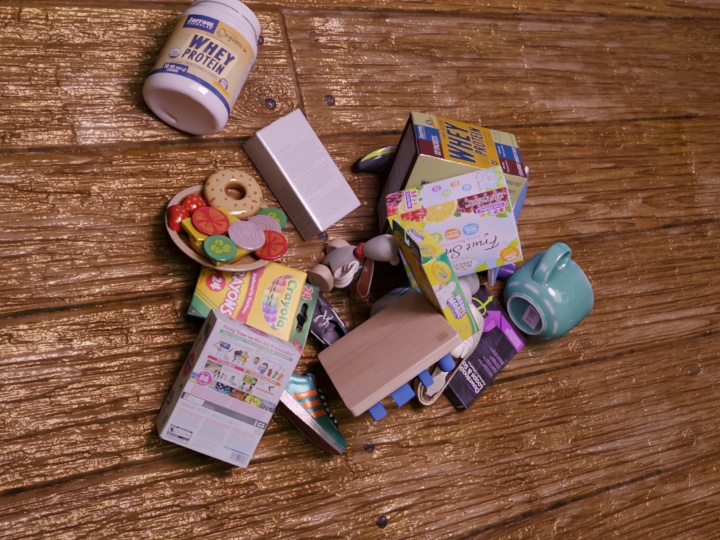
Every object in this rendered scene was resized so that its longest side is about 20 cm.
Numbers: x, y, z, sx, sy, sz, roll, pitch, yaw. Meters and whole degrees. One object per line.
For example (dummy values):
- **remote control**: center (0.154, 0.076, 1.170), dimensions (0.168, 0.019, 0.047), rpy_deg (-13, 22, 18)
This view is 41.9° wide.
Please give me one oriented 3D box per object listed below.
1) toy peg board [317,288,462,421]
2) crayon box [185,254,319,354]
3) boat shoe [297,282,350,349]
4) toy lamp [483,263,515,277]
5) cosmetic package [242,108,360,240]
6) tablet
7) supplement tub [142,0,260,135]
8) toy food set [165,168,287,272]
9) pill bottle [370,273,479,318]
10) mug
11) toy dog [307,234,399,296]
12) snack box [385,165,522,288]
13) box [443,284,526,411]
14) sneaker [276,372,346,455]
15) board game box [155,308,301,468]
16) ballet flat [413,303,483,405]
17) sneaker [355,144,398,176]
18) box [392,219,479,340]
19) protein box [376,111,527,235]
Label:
- **toy peg board**: center (0.060, 0.153, 1.498), dimensions (0.200, 0.199, 0.098), rpy_deg (-35, 116, -3)
- **crayon box**: center (-0.169, 0.046, 1.525), dimensions (0.199, 0.051, 0.127), rpy_deg (17, 69, -10)
- **boat shoe**: center (-0.054, 0.089, 1.598), dimensions (0.073, 0.063, 0.200), rpy_deg (-43, 99, -29)
- **toy lamp**: center (0.204, -0.030, 1.778), dimensions (0.200, 0.058, 0.058), rpy_deg (16, 70, -24)
- **cosmetic package**: center (-0.102, -0.165, 1.630), dimensions (0.101, 0.071, 0.200), rpy_deg (-36, 96, -31)
- **tablet**: center (0.270, -0.080, 1.725), dimensions (0.014, 0.130, 0.200), rpy_deg (18, 72, 13)
- **supplement tub**: center (-0.255, -0.340, 1.546), dimensions (0.144, 0.144, 0.200), rpy_deg (29, 65, -20)
- **toy food set**: center (-0.213, -0.075, 1.515), dimensions (0.200, 0.049, 0.198), rpy_deg (-25, 63, -41)
- **pill bottle**: center (0.122, 0.058, 1.677), dimensions (0.200, 0.111, 0.111), rpy_deg (-32, 94, -31)
- **mug**: center (0.340, 0.042, 1.774), dimensions (0.114, 0.152, 0.185), rpy_deg (-35, 112, -29)
- **toy dog**: center (0.000, 0.000, 1.584), dimensions (0.132, 0.200, 0.096), rpy_deg (-47, 111, -13)
- **snack box**: center (0.159, -0.070, 1.580), dimensions (0.068, 0.199, 0.169), rpy_deg (-94, 168, -48)
- **box**: center (0.206, 0.142, 1.748), dimensions (0.200, 0.036, 0.143), rpy_deg (-43, 100, -29)
- **sneaker**: center (-0.085, 0.215, 1.544), dimensions (0.200, 0.071, 0.080), rpy_deg (47, 65, -10)
- **board game box**: center (-0.203, 0.182, 1.444), dimensions (0.147, 0.064, 0.200), rpy_deg (26, 94, -22)
- **ballet flat**: center (0.157, 0.152, 1.638), dimensions (0.067, 0.062, 0.200), rpy_deg (25, 109, -6)
- **sneaker**: center (0.083, -0.183, 1.741), dimensions (0.199, 0.074, 0.081), rpy_deg (1, 80, -27)
- **box**: center (0.115, 0.009, 1.488), dimensions (0.048, 0.117, 0.200), rpy_deg (-33, 126, -5)
- **protein box**: center (0.154, -0.143, 1.651), dimensions (0.198, 0.200, 0.135), rpy_deg (11, 40, -14)
